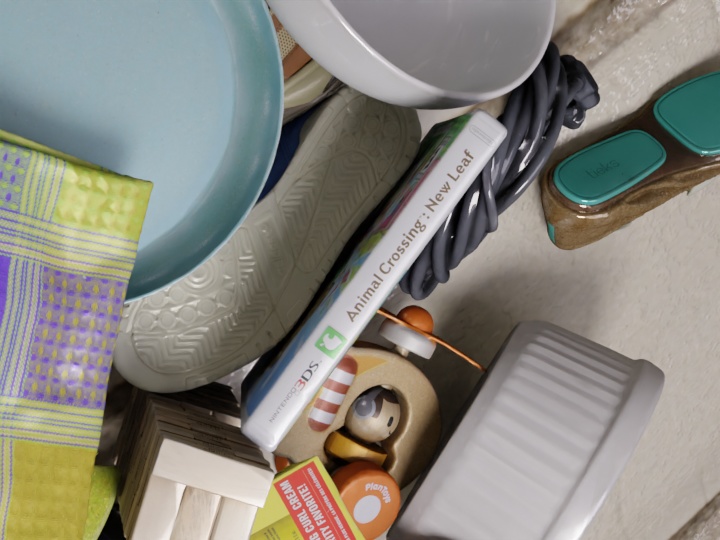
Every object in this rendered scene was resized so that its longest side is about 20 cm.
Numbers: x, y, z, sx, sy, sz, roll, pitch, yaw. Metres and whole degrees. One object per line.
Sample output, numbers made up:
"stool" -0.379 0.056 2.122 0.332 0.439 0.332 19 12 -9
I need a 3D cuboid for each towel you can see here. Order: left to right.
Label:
"towel" -0.159 0.041 0.829 0.143 0.023 0.201 19 78 -45

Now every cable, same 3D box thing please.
"cable" 0.069 -0.054 1.083 0.163 0.051 0.200 -50 179 12

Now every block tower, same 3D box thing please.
"block tower" -0.085 0.093 0.941 0.054 0.200 0.058 17 93 -11

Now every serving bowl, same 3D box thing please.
"serving bowl" 0.007 -0.166 0.947 0.200 0.066 0.201 22 57 -39

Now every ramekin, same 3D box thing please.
"ramekin" 0.095 0.122 1.182 0.203 0.094 0.202 -58 176 -6

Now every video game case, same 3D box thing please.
"video game case" 0.000 0.000 0.966 0.022 0.200 0.182 36 90 -4

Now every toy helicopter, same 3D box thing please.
"toy helicopter" -0.011 0.049 1.112 0.132 0.079 0.200 -39 124 -10

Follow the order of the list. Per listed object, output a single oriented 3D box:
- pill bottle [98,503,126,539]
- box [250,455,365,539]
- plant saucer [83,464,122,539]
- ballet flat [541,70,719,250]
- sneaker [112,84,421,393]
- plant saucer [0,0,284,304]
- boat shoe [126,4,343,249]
"pill bottle" -0.143 0.199 1.047 0.200 0.112 0.112 -38 135 -21
"box" -0.092 0.174 0.981 0.199 0.050 0.076 -27 87 -24
"plant saucer" -0.233 0.153 0.892 0.199 0.048 0.200 -35 154 28
"ballet flat" 0.193 -0.067 1.245 0.200 0.068 0.072 -30 153 -27
"sneaker" -0.057 -0.012 0.994 0.077 0.111 0.200 43 74 -8
"plant saucer" -0.132 -0.083 0.889 0.199 0.027 0.201 -2 95 -21
"boat shoe" -0.084 -0.083 0.966 0.200 0.076 0.074 -43 110 -19
